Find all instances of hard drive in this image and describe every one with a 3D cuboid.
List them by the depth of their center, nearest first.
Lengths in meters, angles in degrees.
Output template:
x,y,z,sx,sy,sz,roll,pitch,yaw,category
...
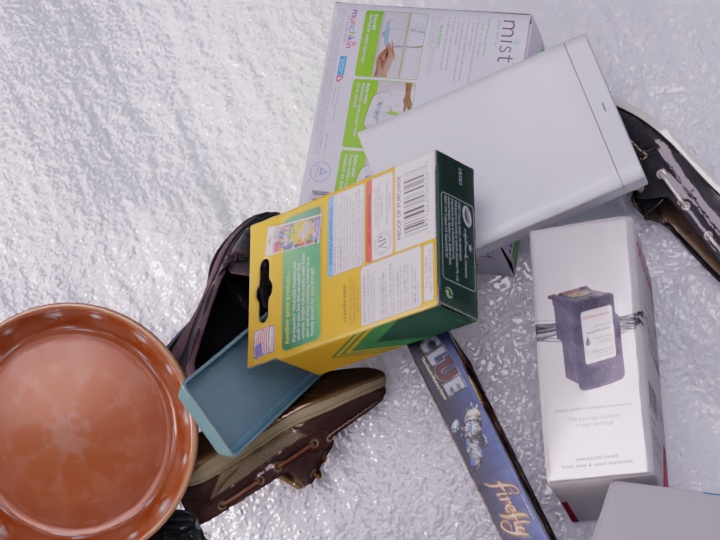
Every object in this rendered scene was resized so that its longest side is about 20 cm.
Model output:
x,y,z,sx,sy,sz,roll,pitch,yaw,category
0.110,-0.089,1.631,0.198,0.027,0.133,-23,70,8,hard drive

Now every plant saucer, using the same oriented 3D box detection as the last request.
x,y,z,sx,sy,sz,roll,pitch,yaw,category
-0.223,0.125,1.592,0.198,0.032,0.203,0,90,1,plant saucer
-0.081,0.082,1.636,0.019,0.200,0.070,-34,94,32,plant saucer

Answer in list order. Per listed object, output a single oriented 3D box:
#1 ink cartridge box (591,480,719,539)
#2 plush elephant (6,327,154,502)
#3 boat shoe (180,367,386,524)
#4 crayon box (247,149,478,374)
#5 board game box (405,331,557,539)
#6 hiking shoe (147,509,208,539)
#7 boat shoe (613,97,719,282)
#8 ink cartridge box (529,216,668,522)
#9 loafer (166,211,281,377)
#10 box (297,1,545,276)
x,y,z,sx,sy,sz,roll,pitch,yaw,category
0.234,0.280,1.467,0.145,0.146,0.202,5,117,15,ink cartridge box
-0.218,0.144,1.684,0.154,0.165,0.200,38,121,-13,plush elephant
-0.061,0.142,1.668,0.199,0.072,0.073,-27,108,-25,boat shoe
0.000,0.000,1.592,0.199,0.051,0.127,-20,60,38,crayon box
0.101,0.145,1.600,0.034,0.136,0.201,-27,68,3,board game box
-0.115,0.280,1.582,0.074,0.087,0.201,-20,53,6,hiking shoe
0.251,-0.061,1.669,0.200,0.074,0.060,43,81,14,boat shoe
0.186,0.078,1.595,0.083,0.145,0.202,-6,70,12,ink cartridge box
-0.100,0.030,1.697,0.072,0.063,0.201,38,59,-14,loafer
0.053,-0.111,1.718,0.175,0.097,0.202,5,73,15,box
